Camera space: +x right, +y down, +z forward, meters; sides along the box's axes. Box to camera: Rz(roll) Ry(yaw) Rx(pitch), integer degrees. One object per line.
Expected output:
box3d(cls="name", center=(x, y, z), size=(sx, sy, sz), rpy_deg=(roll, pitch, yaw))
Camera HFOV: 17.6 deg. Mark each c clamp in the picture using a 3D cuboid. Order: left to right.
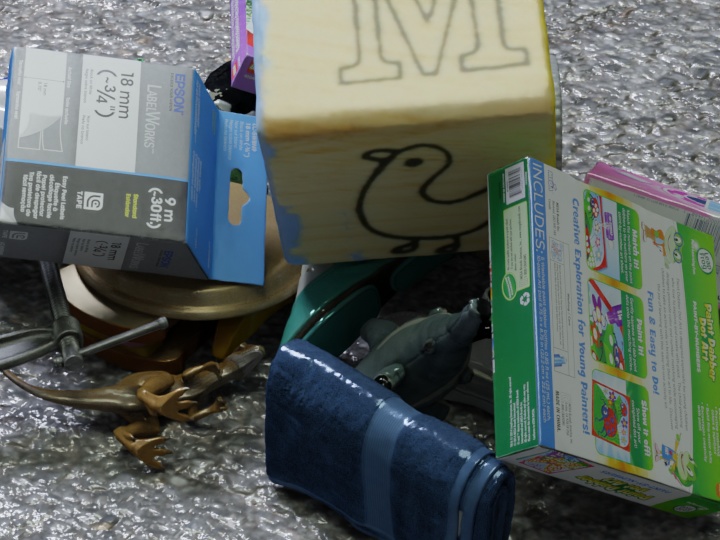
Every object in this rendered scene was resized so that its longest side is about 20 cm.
box3d(cls="c clamp", center=(-0.243, 0.020, 1.682), size=(0.170, 0.027, 0.200), rpy_deg=(-21, 39, -10))

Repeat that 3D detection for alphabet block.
box3d(cls="alphabet block", center=(0.031, -0.136, 1.641), size=(0.199, 0.196, 0.198), rpy_deg=(-5, 63, 3))

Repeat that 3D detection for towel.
box3d(cls="towel", center=(0.015, 0.130, 1.537), size=(0.199, 0.112, 0.048), rpy_deg=(30, 45, 34))

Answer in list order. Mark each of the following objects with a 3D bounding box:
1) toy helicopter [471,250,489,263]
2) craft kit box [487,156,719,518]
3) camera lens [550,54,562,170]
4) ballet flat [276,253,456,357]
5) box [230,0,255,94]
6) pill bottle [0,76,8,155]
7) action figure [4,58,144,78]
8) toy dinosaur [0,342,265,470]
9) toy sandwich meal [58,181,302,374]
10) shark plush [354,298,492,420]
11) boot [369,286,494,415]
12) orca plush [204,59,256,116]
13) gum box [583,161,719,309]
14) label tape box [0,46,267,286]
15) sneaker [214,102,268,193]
box3d(cls="toy helicopter", center=(0.167, 0.017, 1.731), size=(0.200, 0.079, 0.132), rpy_deg=(34, 24, 24))
box3d(cls="craft kit box", center=(0.166, 0.047, 1.548), size=(0.197, 0.048, 0.201), rpy_deg=(19, 61, -38))
box3d(cls="camera lens", center=(0.053, -0.097, 1.825), size=(0.199, 0.161, 0.160), rpy_deg=(1, 34, -1))
box3d(cls="ballet flat", center=(0.000, 0.000, 1.717), size=(0.200, 0.067, 0.070), rpy_deg=(-39, 61, -15))
box3d(cls="box", center=(-0.013, -0.184, 1.979), size=(0.199, 0.039, 0.137), rpy_deg=(16, 40, -17))
box3d(cls="pill bottle", center=(-0.258, -0.097, 1.806), size=(0.111, 0.113, 0.200), rpy_deg=(11, 14, 14))
box3d(cls="action figure", center=(-0.273, -0.152, 1.993), size=(0.199, 0.055, 0.118), rpy_deg=(-13, 34, -27))
box3d(cls="toy dinosaur", center=(-0.161, 0.092, 1.650), size=(0.199, 0.061, 0.106), rpy_deg=(-4, 22, -16))
box3d(cls="toy sandwich meal", center=(-0.130, 0.004, 1.760), size=(0.204, 0.071, 0.206), rpy_deg=(3, 33, -2))
box3d(cls="shark plush", center=(0.039, 0.074, 1.582), size=(0.083, 0.091, 0.200), rpy_deg=(-26, 3, -36))
box3d(cls="boot", center=(0.091, 0.047, 1.671), size=(0.199, 0.096, 0.073), rpy_deg=(21, 39, 30))
box3d(cls="orca plush", center=(-0.068, -0.173, 2.008), size=(0.199, 0.071, 0.105), rpy_deg=(-13, 37, -20))
box3d(cls="gum box", center=(0.256, -0.016, 1.733), size=(0.199, 0.067, 0.113), rpy_deg=(19, 10, 8))
box3d(cls="label tape box", center=(-0.159, -0.075, 1.677), size=(0.199, 0.063, 0.145), rpy_deg=(6, 64, -11))
box3d(cls="sneaker", center=(-0.155, -0.120, 1.918), size=(0.199, 0.086, 0.078), rpy_deg=(23, 40, 30))
